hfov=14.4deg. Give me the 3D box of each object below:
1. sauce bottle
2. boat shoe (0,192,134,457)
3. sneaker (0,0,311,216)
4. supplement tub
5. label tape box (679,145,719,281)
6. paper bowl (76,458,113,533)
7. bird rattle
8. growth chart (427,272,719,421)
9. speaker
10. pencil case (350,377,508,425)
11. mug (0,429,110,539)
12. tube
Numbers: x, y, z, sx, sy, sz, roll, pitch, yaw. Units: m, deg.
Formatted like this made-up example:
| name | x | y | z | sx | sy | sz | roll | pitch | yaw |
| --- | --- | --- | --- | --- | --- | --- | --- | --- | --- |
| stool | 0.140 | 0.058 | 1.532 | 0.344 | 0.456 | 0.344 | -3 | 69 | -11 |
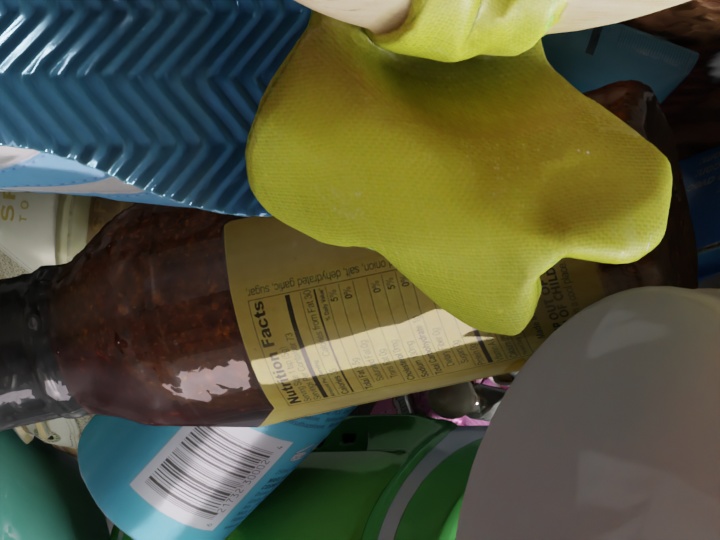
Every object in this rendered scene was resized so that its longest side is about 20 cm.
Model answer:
| name | x | y | z | sx | sy | sz | roll | pitch | yaw |
| --- | --- | --- | --- | --- | --- | --- | --- | --- | --- |
| sauce bottle | -0.019 | 0.004 | 0.697 | 0.199 | 0.067 | 0.066 | -11 | 161 | 16 |
| boat shoe | -0.089 | 0.008 | 0.838 | 0.063 | 0.074 | 0.201 | 8 | 161 | 1 |
| sneaker | -0.078 | -0.053 | 0.640 | 0.199 | 0.077 | 0.081 | 1 | -173 | -21 |
| supplement tub | 0.136 | 0.080 | 0.662 | 0.199 | 0.141 | 0.140 | 11 | 161 | -34 |
| label tape box | 0.146 | -0.008 | 0.791 | 0.199 | 0.064 | 0.144 | 14 | 159 | -35 |
| paper bowl | -0.057 | 0.136 | 1.053 | 0.200 | 0.202 | 0.104 | 10 | 139 | -31 |
| bird rattle | 0.016 | -0.086 | 0.534 | 0.162 | 0.113 | 0.200 | -18 | 145 | 18 |
| growth chart | 0.115 | 0.026 | 0.766 | 0.144 | 0.018 | 0.200 | 10 | 162 | -30 |
| speaker | -0.001 | 0.088 | 0.827 | 0.088 | 0.089 | 0.200 | 9 | 172 | -29 |
| pencil case | 0.010 | 0.048 | 0.950 | 0.086 | 0.083 | 0.200 | 17 | 158 | -27 |
| mug | -0.181 | 0.090 | 0.891 | 0.184 | 0.153 | 0.114 | 13 | 166 | 26 |
| tube | 0.000 | 0.000 | 0.756 | 0.077 | 0.051 | 0.200 | 10 | 134 | -45 |
